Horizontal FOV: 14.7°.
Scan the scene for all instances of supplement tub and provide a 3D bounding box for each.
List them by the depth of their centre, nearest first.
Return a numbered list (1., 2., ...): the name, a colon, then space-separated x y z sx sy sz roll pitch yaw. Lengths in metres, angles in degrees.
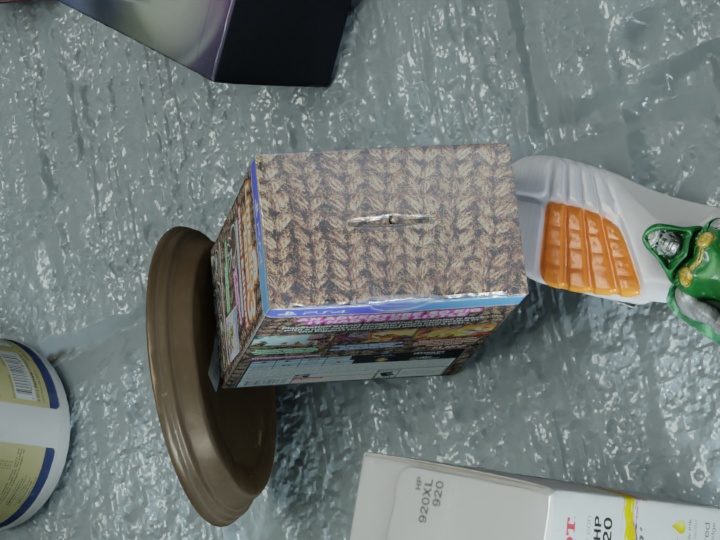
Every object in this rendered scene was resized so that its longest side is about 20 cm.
1. supplement tub: -0.323 0.110 2.007 0.144 0.200 0.145 -8 76 38

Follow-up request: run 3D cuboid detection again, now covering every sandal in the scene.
1. sandal: 0.178 -0.010 1.717 0.206 0.059 0.080 16 83 19

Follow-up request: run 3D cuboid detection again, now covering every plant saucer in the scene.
1. plant saucer: -0.095 0.068 1.842 0.029 0.200 0.201 -9 75 15

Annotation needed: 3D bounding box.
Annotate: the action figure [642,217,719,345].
1. action figure: 0.250 0.022 1.630 0.199 0.055 0.119 28 89 27

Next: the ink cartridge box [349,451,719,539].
1. ink cartridge box: 0.102 0.196 1.645 0.144 0.200 0.148 6 86 40

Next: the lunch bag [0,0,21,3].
1. lunch bag: -0.298 -0.305 2.077 0.082 0.176 0.201 0 82 39

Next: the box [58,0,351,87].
1. box: -0.100 -0.253 1.925 0.198 0.123 0.201 28 110 38

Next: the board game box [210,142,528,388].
1. board game box: 0.000 0.000 1.734 0.200 0.159 0.097 126 140 -70
